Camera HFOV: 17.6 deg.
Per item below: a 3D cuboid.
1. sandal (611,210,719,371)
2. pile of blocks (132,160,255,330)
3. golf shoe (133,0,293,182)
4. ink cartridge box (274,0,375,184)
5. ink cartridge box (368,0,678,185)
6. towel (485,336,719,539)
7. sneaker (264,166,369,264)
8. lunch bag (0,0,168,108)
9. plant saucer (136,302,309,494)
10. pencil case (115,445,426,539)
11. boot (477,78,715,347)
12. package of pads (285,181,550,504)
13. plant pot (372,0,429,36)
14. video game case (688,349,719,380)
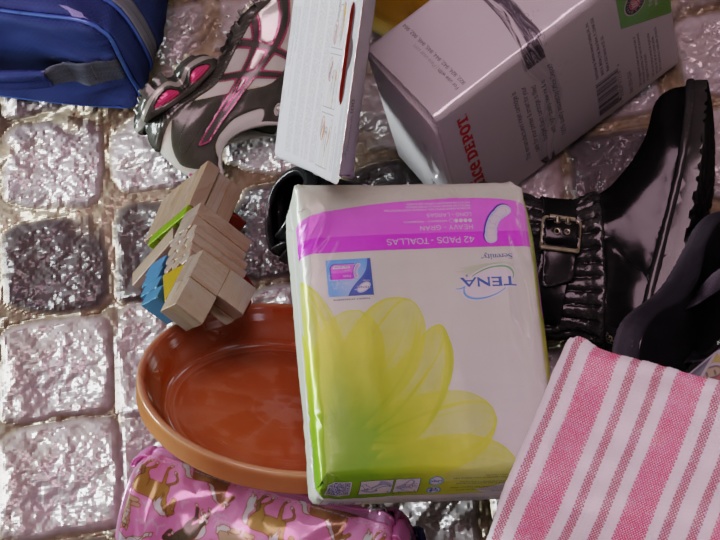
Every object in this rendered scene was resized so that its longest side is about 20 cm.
[{"bbox_3d":[0.221,0.027,1.492,0.043,0.076,0.200,6,32,30],"label":"sandal"},{"bbox_3d":[-0.108,0.003,1.586,0.082,0.062,0.200,-46,19,18],"label":"pile of blocks"},{"bbox_3d":[-0.071,-0.145,1.686,0.200,0.077,0.088,-42,85,-12],"label":"golf shoe"},{"bbox_3d":[-0.007,-0.139,1.488,0.057,0.200,0.164,6,97,-18],"label":"ink cartridge box"},{"bbox_3d":[0.113,-0.147,1.596,0.200,0.146,0.084,-37,61,-9],"label":"ink cartridge box"},{"bbox_3d":[0.188,0.124,1.354,0.199,0.030,0.147,17,62,16],"label":"towel"},{"bbox_3d":[0.000,0.000,1.542,0.071,0.099,0.200,-60,41,20],"label":"sneaker"},{"bbox_3d":[-0.245,-0.196,1.698,0.199,0.136,0.133,6,63,15],"label":"lunch bag"},{"bbox_3d":[-0.048,0.086,1.522,0.199,0.032,0.201,5,30,-3],"label":"plant saucer"},{"bbox_3d":[-0.061,0.173,1.499,0.199,0.083,0.087,13,67,18],"label":"pencil case"},{"bbox_3d":[0.152,-0.044,1.573,0.157,0.080,0.212,10,65,16],"label":"boot"},{"bbox_3d":[0.039,0.044,1.441,0.154,0.068,0.201,-1,68,-9],"label":"package of pads"},{"bbox_3d":[0.053,-0.295,1.668,0.200,0.201,0.189,-19,45,1],"label":"plant pot"},{"bbox_3d":[0.211,0.163,1.372,0.182,0.023,0.200,-38,52,-9],"label":"video game case"}]
